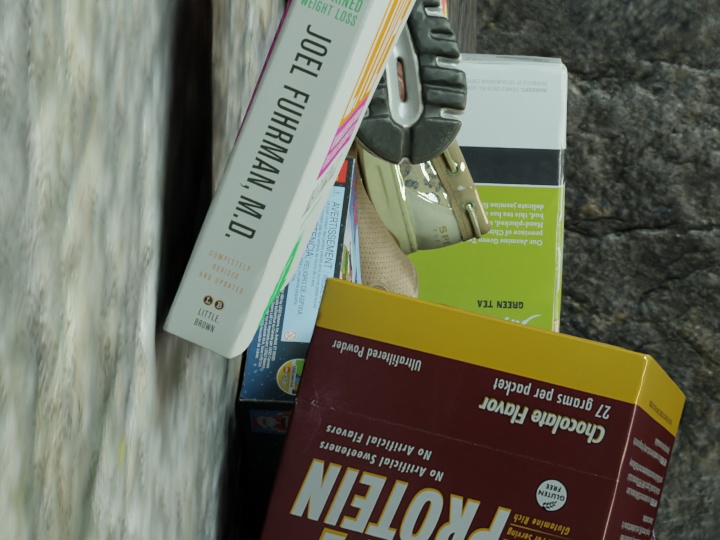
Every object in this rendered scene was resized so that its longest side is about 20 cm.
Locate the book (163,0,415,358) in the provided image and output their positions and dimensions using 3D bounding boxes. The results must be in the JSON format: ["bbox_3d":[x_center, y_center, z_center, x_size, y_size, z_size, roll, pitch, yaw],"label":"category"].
[{"bbox_3d":[-0.012,-0.080,0.839,0.134,0.048,0.201,-66,179,-76],"label":"book"}]

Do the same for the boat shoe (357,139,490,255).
[{"bbox_3d":[0.022,-0.107,1.297,0.073,0.062,0.201,48,32,-84],"label":"boat shoe"}]

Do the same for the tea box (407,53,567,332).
[{"bbox_3d":[0.059,-0.034,1.505,0.200,0.133,0.198,-55,147,-82],"label":"tea box"}]

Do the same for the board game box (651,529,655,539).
[{"bbox_3d":[0.062,0.148,1.361,0.039,0.200,0.158,-59,-178,-41],"label":"board game box"}]

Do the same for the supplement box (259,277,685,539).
[{"bbox_3d":[0.042,0.125,1.022,0.197,0.132,0.201,32,72,-76],"label":"supplement box"}]

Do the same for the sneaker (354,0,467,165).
[{"bbox_3d":[0.004,-0.144,1.151,0.090,0.078,0.201,139,-51,-82],"label":"sneaker"}]

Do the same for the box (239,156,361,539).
[{"bbox_3d":[-0.023,0.063,1.128,0.200,0.038,0.137,87,7,-52],"label":"box"}]

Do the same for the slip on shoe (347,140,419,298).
[{"bbox_3d":[0.000,0.000,1.236,0.076,0.060,0.200,-83,173,-48],"label":"slip on shoe"}]
